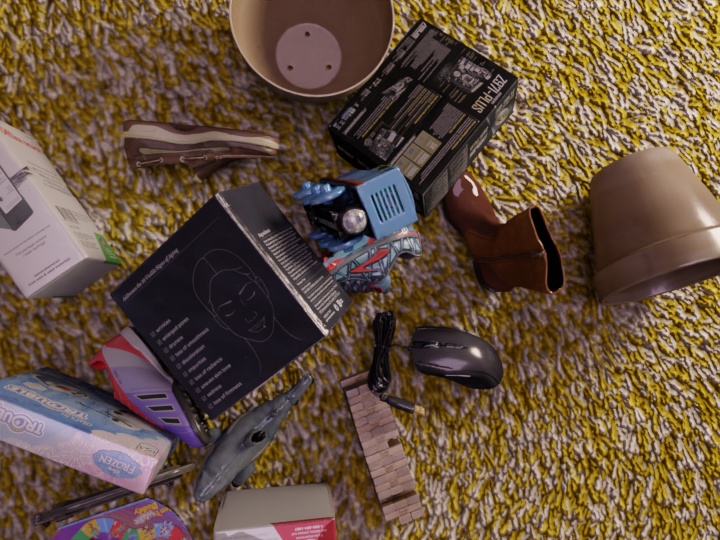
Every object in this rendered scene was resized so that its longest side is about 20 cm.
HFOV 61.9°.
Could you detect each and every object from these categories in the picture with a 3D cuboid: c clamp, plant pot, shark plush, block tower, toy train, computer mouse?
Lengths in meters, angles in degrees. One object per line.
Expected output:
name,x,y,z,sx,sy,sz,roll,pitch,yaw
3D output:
c clamp,-0.303,0.272,0.737,0.199,0.171,0.027,-14,74,-19
plant pot,0.400,-0.064,0.825,0.199,0.200,0.175,-13,73,-8
shark plush,-0.131,0.219,0.781,0.199,0.083,0.091,-32,92,-7
block tower,0.028,0.238,0.815,0.054,0.058,0.201,-18,89,-9
plant pot,-0.064,-0.305,0.786,0.199,0.134,0.202,0,88,-7
toy train,-0.012,-0.081,0.753,0.114,0.200,0.087,-24,106,-11
computer mouse,0.106,0.131,0.802,0.199,0.046,0.141,20,53,-7

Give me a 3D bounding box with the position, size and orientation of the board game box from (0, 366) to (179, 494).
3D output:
board game box,-0.317,0.177,0.700,0.199,0.199,0.044,24,85,-6

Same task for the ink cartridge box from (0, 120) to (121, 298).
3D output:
ink cartridge box,-0.399,-0.071,0.727,0.084,0.146,0.201,-35,92,-6

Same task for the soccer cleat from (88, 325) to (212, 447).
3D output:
soccer cleat,-0.259,0.155,0.741,0.073,0.068,0.200,-38,63,-20

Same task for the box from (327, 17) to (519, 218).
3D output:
box,0.084,-0.203,0.801,0.163,0.086,0.200,37,83,16

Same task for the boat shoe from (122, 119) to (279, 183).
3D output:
boat shoe,-0.210,-0.154,0.799,0.201,0.075,0.075,5,101,-1

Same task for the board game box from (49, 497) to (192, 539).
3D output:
board game box,-0.314,0.393,0.771,0.199,0.039,0.159,-16,90,-8

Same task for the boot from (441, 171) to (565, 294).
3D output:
boot,0.174,-0.058,0.773,0.068,0.200,0.190,-14,90,-7

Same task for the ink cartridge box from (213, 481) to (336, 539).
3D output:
ink cartridge box,-0.100,0.391,0.747,0.144,0.145,0.201,-3,89,-8

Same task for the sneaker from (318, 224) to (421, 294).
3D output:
sneaker,0.000,0.000,0.810,0.200,0.079,0.096,-36,94,-7

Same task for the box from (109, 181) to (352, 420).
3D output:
box,-0.153,0.034,0.731,0.200,0.124,0.197,-37,95,20
